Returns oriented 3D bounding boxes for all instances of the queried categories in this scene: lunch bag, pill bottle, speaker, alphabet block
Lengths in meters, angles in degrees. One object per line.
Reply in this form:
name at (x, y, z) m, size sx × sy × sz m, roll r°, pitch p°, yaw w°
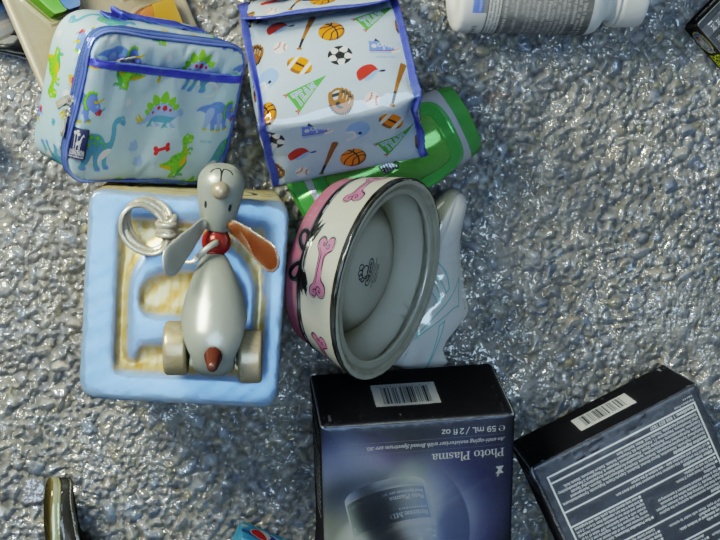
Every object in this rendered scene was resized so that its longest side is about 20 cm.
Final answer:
lunch bag at (-0.213, -0.168, 1.341) m, size 0.198 × 0.082 × 0.163 m, roll 1°, pitch 112°, yaw -45°
pill bottle at (0.192, -0.301, 1.414) m, size 0.197 × 0.114 × 0.116 m, roll 0°, pitch 96°, yaw -6°
speaker at (0.024, -0.111, 1.430) m, size 0.198 × 0.088 × 0.089 m, roll -29°, pitch 99°, yaw -3°
lunch bag at (-0.031, -0.208, 1.374) m, size 0.168 × 0.124 × 0.202 m, roll -9°, pitch 56°, yaw -1°
alphabet block at (-0.173, 0.017, 1.363) m, size 0.192 × 0.200 × 0.199 m, roll 5°, pitch 96°, yaw -8°

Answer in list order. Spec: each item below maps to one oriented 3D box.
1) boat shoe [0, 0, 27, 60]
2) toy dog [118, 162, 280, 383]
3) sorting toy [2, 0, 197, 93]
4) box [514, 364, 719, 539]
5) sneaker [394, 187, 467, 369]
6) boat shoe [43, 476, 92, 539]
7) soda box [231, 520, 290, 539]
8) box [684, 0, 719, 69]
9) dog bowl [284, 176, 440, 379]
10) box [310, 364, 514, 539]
boat shoe at (-0.346, -0.250, 1.381) m, size 0.197 × 0.066 × 0.071 m, roll 11°, pitch 95°, yaw -7°
toy dog at (-0.132, 0.014, 1.218) m, size 0.130 × 0.096 × 0.202 m, roll -19°, pitch 98°, yaw -5°
sorting toy at (-0.255, -0.258, 1.372) m, size 0.184 × 0.036 × 0.202 m, roll -26°, pitch 101°, yaw -29°
box at (0.296, 0.242, 1.478) m, size 0.198 × 0.123 × 0.200 m, roll -26°, pitch 97°, yaw -1°
sneaker at (0.079, 0.011, 1.465) m, size 0.079 × 0.070 × 0.203 m, roll 16°, pitch 98°, yaw -22°
boat shoe at (-0.297, 0.314, 1.450) m, size 0.065 × 0.072 × 0.204 m, roll -5°, pitch 97°, yaw -16°
soda box at (-0.140, 0.378, 1.471) m, size 0.064 × 0.068 × 0.202 m, roll 23°, pitch 93°, yaw -9°
box at (0.476, -0.276, 1.484) m, size 0.200 × 0.044 × 0.160 m, roll -45°, pitch 99°, yaw 0°
dog bowl at (0.000, 0.000, 1.343) m, size 0.073 × 0.199 × 0.203 m, roll 17°, pitch 95°, yaw 28°
box at (0.052, 0.218, 1.422) m, size 0.197 × 0.123 × 0.201 m, roll -4°, pitch 112°, yaw -6°
